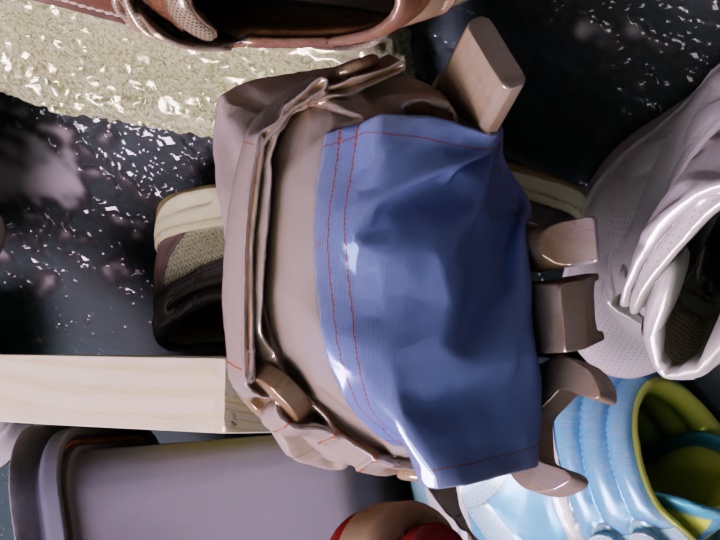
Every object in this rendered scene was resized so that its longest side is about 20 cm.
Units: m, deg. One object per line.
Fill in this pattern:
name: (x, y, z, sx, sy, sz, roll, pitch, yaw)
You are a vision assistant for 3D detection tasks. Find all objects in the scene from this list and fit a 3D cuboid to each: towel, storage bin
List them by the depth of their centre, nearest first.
towel: (-0.073, -0.108, 1.071, 0.199, 0.037, 0.149, 11, 136, 22)
storage bin: (-0.047, 0.149, 1.146, 0.133, 0.145, 0.201, -11, 84, 18)

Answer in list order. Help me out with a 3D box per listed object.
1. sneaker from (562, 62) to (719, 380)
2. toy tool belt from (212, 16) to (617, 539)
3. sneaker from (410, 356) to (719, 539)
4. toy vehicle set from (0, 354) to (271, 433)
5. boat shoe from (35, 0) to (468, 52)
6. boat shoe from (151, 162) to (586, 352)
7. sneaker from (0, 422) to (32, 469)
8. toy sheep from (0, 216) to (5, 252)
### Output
sneaker: (0.108, 0.001, 1.007, 0.073, 0.116, 0.200, 30, 140, -1)
toy tool belt: (0.024, 0.024, 0.962, 0.123, 0.124, 0.201, -9, 93, 49)
sneaker: (0.098, 0.123, 1.145, 0.130, 0.080, 0.201, 1, 122, 30)
toy vehicle set: (-0.056, 0.046, 1.118, 0.199, 0.124, 0.027, -2, 87, 53)
boat shoe: (-0.053, -0.111, 0.973, 0.199, 0.072, 0.076, 2, 120, 30)
boat shoe: (-0.001, 0.000, 1.094, 0.200, 0.066, 0.072, -5, 161, 40)
sneaker: (-0.235, 0.021, 1.262, 0.199, 0.075, 0.087, 17, 150, 5)
toy sheep: (-0.211, -0.043, 1.152, 0.137, 0.138, 0.201, -7, 120, 36)
